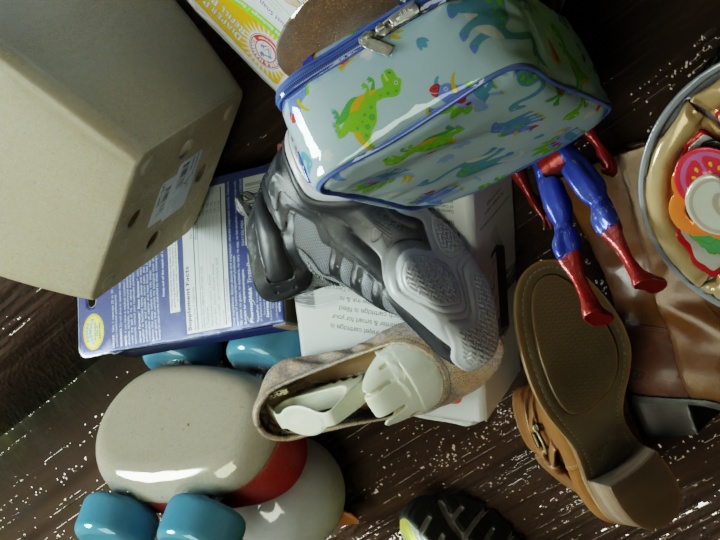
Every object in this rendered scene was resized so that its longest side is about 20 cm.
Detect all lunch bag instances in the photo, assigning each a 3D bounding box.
[{"bbox_3d":[0.049,-0.099,1.070,0.160,0.200,0.083,-30,76,21],"label":"lunch bag"}]

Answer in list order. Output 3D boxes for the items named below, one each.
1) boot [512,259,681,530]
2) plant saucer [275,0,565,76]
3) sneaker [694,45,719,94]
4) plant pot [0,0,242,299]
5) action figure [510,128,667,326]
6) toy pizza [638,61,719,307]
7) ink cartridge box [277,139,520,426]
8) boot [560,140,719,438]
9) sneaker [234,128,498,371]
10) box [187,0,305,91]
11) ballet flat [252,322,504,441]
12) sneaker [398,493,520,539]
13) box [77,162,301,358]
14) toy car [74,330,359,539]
[{"bbox_3d":[0.137,0.084,1.238,0.201,0.073,0.155,67,168,-8],"label":"boot"},{"bbox_3d":[0.046,-0.151,1.116,0.200,0.200,0.035,-33,69,37],"label":"plant saucer"},{"bbox_3d":[0.274,-0.124,1.080,0.200,0.077,0.085,-34,102,38],"label":"sneaker"},{"bbox_3d":[-0.203,-0.099,1.271,0.177,0.200,0.200,34,127,13],"label":"plant pot"},{"bbox_3d":[0.129,-0.062,1.161,0.065,0.052,0.201,-35,63,25],"label":"action figure"},{"bbox_3d":[0.266,-0.044,1.082,0.199,0.032,0.201,6,125,9],"label":"toy pizza"},{"bbox_3d":[0.031,-0.005,1.272,0.144,0.084,0.201,8,118,25],"label":"ink cartridge box"},{"bbox_3d":[0.242,0.000,1.188,0.188,0.068,0.201,-10,101,38],"label":"boot"},{"bbox_3d":[0.000,0.000,1.195,0.200,0.075,0.114,51,127,4],"label":"sneaker"},{"bbox_3d":[-0.018,-0.217,1.133,0.101,0.112,0.200,45,146,1],"label":"box"},{"bbox_3d":[0.007,0.082,1.237,0.199,0.067,0.068,-20,106,34],"label":"ballet flat"},{"bbox_3d":[0.099,0.256,1.380,0.200,0.078,0.090,42,130,2],"label":"sneaker"},{"bbox_3d":[-0.131,-0.004,1.361,0.199,0.032,0.122,-10,77,32],"label":"box"},{"bbox_3d":[-0.088,0.162,1.406,0.176,0.185,0.200,-4,146,39],"label":"toy car"}]
